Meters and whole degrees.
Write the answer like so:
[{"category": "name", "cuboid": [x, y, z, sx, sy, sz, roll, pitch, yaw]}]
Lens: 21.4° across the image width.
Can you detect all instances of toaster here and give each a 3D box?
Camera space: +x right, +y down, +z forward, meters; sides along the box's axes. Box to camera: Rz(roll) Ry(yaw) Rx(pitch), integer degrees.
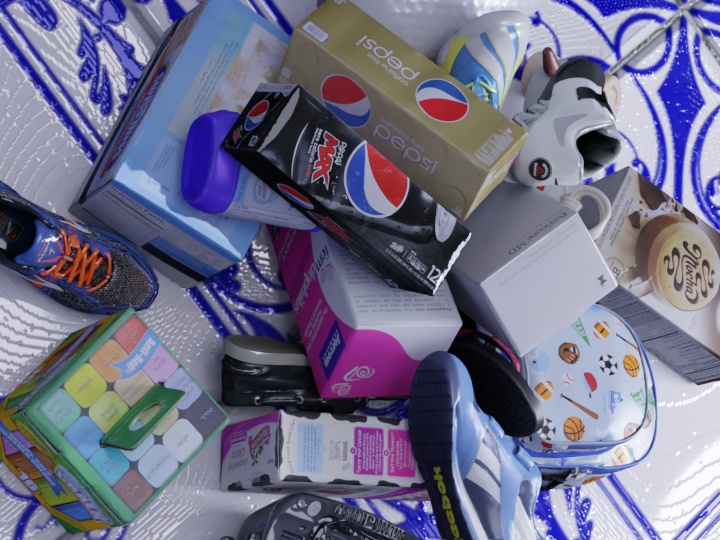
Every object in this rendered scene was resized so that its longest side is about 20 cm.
[{"category": "toaster", "cuboid": [-0.020, 0.262, 1.595, 0.199, 0.129, 0.114, 23, 72, -19]}]

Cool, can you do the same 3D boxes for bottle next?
[{"category": "bottle", "cuboid": [-0.045, -0.073, 1.541, 0.199, 0.065, 0.084, 11, 84, -30]}]

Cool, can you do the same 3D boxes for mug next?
[{"category": "mug", "cuboid": [0.065, -0.228, 1.658, 0.175, 0.148, 0.201, -35, 127, -15]}]

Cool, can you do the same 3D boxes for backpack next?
[{"category": "backpack", "cuboid": [0.176, 0.107, 1.714, 0.190, 0.154, 0.201, 7, 74, -34]}]

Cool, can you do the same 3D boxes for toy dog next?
[{"category": "toy dog", "cuboid": [0.164, -0.126, 1.768, 0.096, 0.131, 0.201, 43, 50, -53]}]

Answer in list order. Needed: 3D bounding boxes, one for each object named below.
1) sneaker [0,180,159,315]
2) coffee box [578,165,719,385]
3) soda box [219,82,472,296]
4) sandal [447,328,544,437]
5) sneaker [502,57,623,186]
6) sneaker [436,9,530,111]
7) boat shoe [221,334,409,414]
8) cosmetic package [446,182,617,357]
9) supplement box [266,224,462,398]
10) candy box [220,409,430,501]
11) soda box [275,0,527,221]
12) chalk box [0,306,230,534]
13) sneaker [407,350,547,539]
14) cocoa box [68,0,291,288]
[{"category": "sneaker", "cuboid": [-0.257, -0.015, 1.558, 0.199, 0.078, 0.076, 24, 91, -16]}, {"category": "coffee box", "cuboid": [0.292, 0.008, 1.820, 0.200, 0.080, 0.113, 34, 67, -16]}, {"category": "soda box", "cuboid": [-0.009, -0.062, 1.483, 0.200, 0.071, 0.064, 39, 77, -28]}, {"category": "sandal", "cuboid": [0.098, 0.080, 1.621, 0.045, 0.200, 0.076, -20, 117, -25]}, {"category": "sneaker", "cuboid": [0.191, -0.120, 1.652, 0.200, 0.088, 0.074, -50, 148, -50]}, {"category": "sneaker", "cuboid": [0.100, -0.129, 1.606, 0.075, 0.200, 0.106, -9, 65, -26]}, {"category": "boat shoe", "cuboid": [-0.036, 0.102, 1.656, 0.199, 0.074, 0.066, 9, 101, -38]}, {"category": "cosmetic package", "cuboid": [0.120, -0.016, 1.634, 0.107, 0.200, 0.085, -36, 115, -9]}, {"category": "supplement box", "cuboid": [0.000, 0.000, 1.626, 0.103, 0.101, 0.201, -1, 50, -25]}, {"category": "candy box", "cuboid": [-0.004, 0.159, 1.619, 0.199, 0.136, 0.061, 5, 78, -25]}, {"category": "soda box", "cuboid": [0.032, -0.133, 1.547, 0.200, 0.068, 0.064, 38, 51, 10]}, {"category": "chalk box", "cuboid": [-0.199, 0.118, 1.499, 0.124, 0.200, 0.125, 49, 64, -9]}, {"category": "sneaker", "cuboid": [0.096, 0.158, 1.553, 0.082, 0.074, 0.201, -18, 99, -25]}, {"category": "cocoa box", "cuboid": [-0.132, -0.110, 1.614, 0.133, 0.131, 0.201, 33, 68, -16]}]
